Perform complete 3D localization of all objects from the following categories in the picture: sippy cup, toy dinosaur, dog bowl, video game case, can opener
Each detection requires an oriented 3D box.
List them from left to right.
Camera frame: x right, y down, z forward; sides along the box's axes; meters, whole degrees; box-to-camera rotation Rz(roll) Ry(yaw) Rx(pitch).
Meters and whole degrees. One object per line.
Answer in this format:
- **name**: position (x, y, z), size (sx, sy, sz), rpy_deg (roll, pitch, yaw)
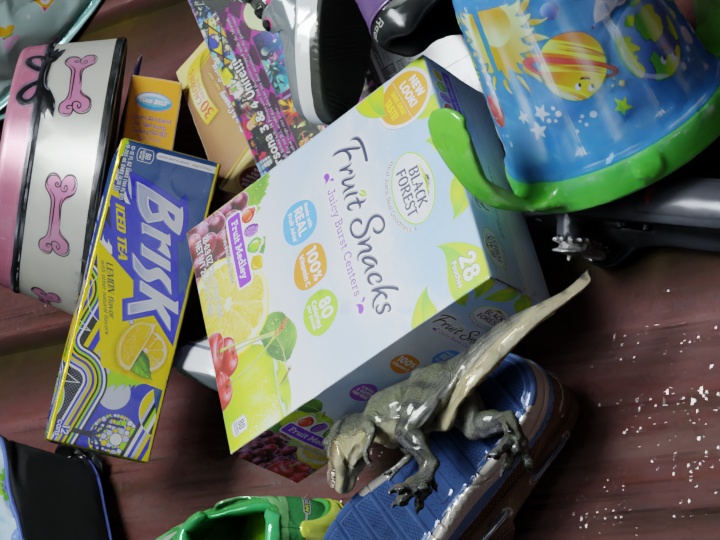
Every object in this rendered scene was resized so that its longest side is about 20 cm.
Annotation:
- **dog bowl**: position (-0.214, -0.069, 1.577), size (0.200, 0.074, 0.200), rpy_deg (-171, 90, -85)
- **video game case**: position (-0.004, -0.135, 1.401), size (0.181, 0.036, 0.200), rpy_deg (-29, 78, 30)
- **toy dinosaur**: position (0.049, 0.079, 1.214), size (0.200, 0.047, 0.088), rpy_deg (-35, 43, 25)
- **sippy cup**: position (0.117, -0.121, 1.212), size (0.140, 0.130, 0.178), rpy_deg (-19, 24, 27)
- **can opener**: position (0.168, -0.034, 1.214), size (0.200, 0.063, 0.079), rpy_deg (10, 82, 50)

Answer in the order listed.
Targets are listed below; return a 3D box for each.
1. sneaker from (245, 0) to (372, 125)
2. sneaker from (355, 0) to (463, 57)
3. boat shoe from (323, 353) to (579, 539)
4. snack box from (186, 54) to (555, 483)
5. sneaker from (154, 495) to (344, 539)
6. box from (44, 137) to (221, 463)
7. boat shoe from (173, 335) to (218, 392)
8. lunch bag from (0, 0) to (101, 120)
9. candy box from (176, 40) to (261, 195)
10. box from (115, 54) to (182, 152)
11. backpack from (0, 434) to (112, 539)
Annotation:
- **sneaker**: position (-0.064, -0.182, 1.362), size (0.121, 0.084, 0.200), rpy_deg (-6, 82, 27)
- **sneaker**: position (0.096, -0.175, 1.299), size (0.200, 0.076, 0.088), rpy_deg (-19, 56, 2)
- **boat shoe**: position (0.052, 0.138, 1.268), size (0.200, 0.072, 0.072), rpy_deg (-48, 46, 17)
- **snack box**: position (0.000, 0.000, 1.308), size (0.200, 0.068, 0.169), rpy_deg (-35, 49, 25)
- **sneaker**: position (-0.092, 0.175, 1.410), size (0.200, 0.084, 0.074), rpy_deg (-24, 58, 42)
- **box**: position (-0.148, 0.020, 1.457), size (0.064, 0.070, 0.200), rpy_deg (153, 130, -78)
- **boat shoe**: position (-0.036, 0.054, 1.416), size (0.200, 0.074, 0.065), rpy_deg (6, 70, 42)
- **lunch bag**: position (-0.319, -0.209, 1.796), size (0.200, 0.122, 0.170), rpy_deg (-52, 44, 13)
- **candy box**: position (-0.031, -0.151, 1.493), size (0.200, 0.055, 0.115), rpy_deg (-44, 48, 27)
- **box**: position (-0.157, -0.045, 1.566), size (0.119, 0.041, 0.200), rpy_deg (129, 151, -74)
- **backpack**: position (-0.269, 0.230, 1.542), size (0.200, 0.147, 0.183), rpy_deg (-52, 39, 28)
